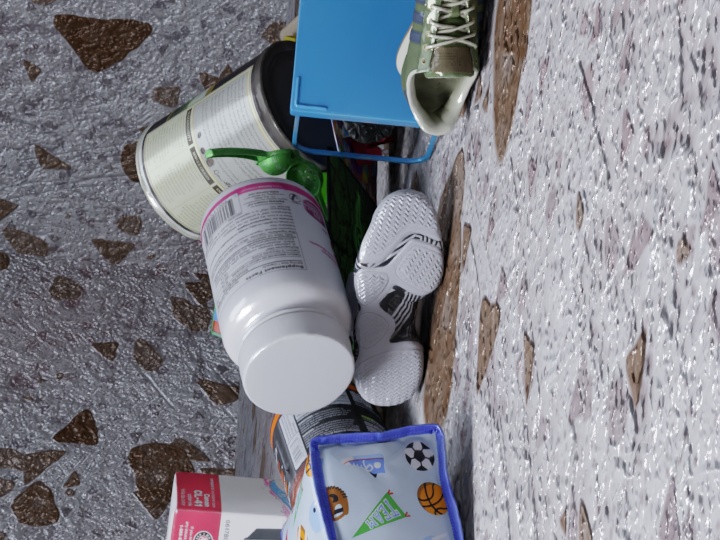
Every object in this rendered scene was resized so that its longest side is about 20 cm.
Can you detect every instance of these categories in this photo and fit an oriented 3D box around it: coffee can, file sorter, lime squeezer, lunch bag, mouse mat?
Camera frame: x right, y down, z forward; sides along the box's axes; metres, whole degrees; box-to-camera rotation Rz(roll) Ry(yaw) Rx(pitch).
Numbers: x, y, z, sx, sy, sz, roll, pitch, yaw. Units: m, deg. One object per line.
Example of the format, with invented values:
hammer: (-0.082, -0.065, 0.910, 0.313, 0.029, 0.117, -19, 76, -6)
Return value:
coffee can: (-0.122, -0.136, 1.848, 0.200, 0.146, 0.147, -27, 47, 36)
file sorter: (0.009, -0.211, 1.573, 0.123, 0.139, 0.200, 110, 165, -73)
lime squeezer: (-0.072, -0.081, 1.588, 0.038, 0.200, 0.071, -3, 59, 43)
lunch bag: (0.010, 0.239, 1.257, 0.170, 0.124, 0.200, 107, 153, -59)
mouse mat: (0.000, 0.000, 1.632, 0.161, 0.008, 0.200, 50, -146, -57)

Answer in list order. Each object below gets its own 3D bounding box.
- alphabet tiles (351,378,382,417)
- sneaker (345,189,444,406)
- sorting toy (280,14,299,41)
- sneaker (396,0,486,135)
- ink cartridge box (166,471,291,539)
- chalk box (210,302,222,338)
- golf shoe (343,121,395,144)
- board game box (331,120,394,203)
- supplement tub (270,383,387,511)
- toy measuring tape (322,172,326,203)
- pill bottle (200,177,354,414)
alphabet tiles: (-0.035, 0.103, 1.702, 0.200, 0.006, 0.167, 49, 153, 35)
sneaker: (0.024, 0.008, 1.502, 0.115, 0.075, 0.200, -104, 17, -62)
sorting toy: (-0.051, -0.212, 1.955, 0.200, 0.036, 0.185, 148, 116, -66)
sneaker: (0.073, -0.191, 1.359, 0.200, 0.067, 0.090, 104, 162, -50)
ink cartridge box: (-0.094, 0.288, 1.713, 0.086, 0.200, 0.148, -104, 21, -70)
chalk box: (-0.084, 0.018, 1.912, 0.200, 0.124, 0.124, -53, -19, -49)
golf shoe: (0.026, -0.207, 1.731, 0.095, 0.078, 0.200, 97, -174, -69)
board game box: (0.012, -0.152, 1.800, 0.158, 0.039, 0.200, 65, -161, -46)
supplement tub: (-0.024, 0.165, 1.560, 0.200, 0.107, 0.107, -118, 35, -68)
toy measuring tape: (-0.030, -0.021, 1.715, 0.200, 0.073, 0.074, -104, 19, -44)
pill bottle: (-0.070, 0.022, 1.493, 0.200, 0.113, 0.113, -107, 22, -46)
